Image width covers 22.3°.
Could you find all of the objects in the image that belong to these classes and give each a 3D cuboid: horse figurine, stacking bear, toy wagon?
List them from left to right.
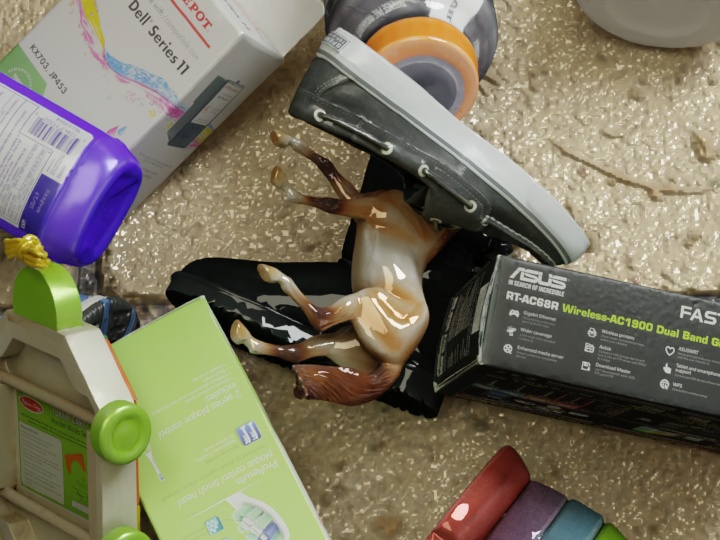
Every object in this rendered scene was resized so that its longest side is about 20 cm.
[{"bbox_3d":[-0.164,0.079,0.986,0.154,0.039,0.202,16,110,48],"label":"toy wagon"},{"bbox_3d":[0.000,0.000,1.052,0.131,0.050,0.202,20,58,-19],"label":"horse figurine"},{"bbox_3d":[0.125,0.201,1.011,0.199,0.122,0.114,39,51,9],"label":"stacking bear"}]

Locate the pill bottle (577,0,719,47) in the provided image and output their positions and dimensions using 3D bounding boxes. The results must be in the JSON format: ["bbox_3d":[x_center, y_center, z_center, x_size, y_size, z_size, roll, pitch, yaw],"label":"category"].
[{"bbox_3d":[0.208,-0.256,1.181,0.111,0.112,0.202,10,69,10],"label":"pill bottle"}]

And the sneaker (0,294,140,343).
[{"bbox_3d":[-0.222,0.081,1.096,0.077,0.076,0.200,15,40,40],"label":"sneaker"}]

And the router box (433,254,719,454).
[{"bbox_3d":[0.150,0.052,1.016,0.198,0.150,0.063,13,79,-5],"label":"router box"}]

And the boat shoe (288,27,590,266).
[{"bbox_3d":[0.044,-0.057,1.039,0.199,0.069,0.057,38,89,-19],"label":"boat shoe"}]

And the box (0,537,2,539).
[{"bbox_3d":[-0.262,0.174,1.094,0.199,0.048,0.117,38,76,20],"label":"box"}]

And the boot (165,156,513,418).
[{"bbox_3d":[-0.002,-0.015,1.128,0.196,0.073,0.164,21,74,6],"label":"boot"}]

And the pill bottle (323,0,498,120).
[{"bbox_3d":[0.029,-0.169,1.129,0.105,0.107,0.201,-8,41,3],"label":"pill bottle"}]

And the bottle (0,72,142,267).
[{"bbox_3d":[-0.232,-0.080,1.109,0.199,0.065,0.084,29,86,13],"label":"bottle"}]

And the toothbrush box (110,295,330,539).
[{"bbox_3d":[-0.072,0.138,1.034,0.085,0.146,0.201,-26,67,-5],"label":"toothbrush box"}]

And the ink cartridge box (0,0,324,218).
[{"bbox_3d":[-0.132,-0.141,1.161,0.200,0.067,0.117,-44,69,10],"label":"ink cartridge box"}]
